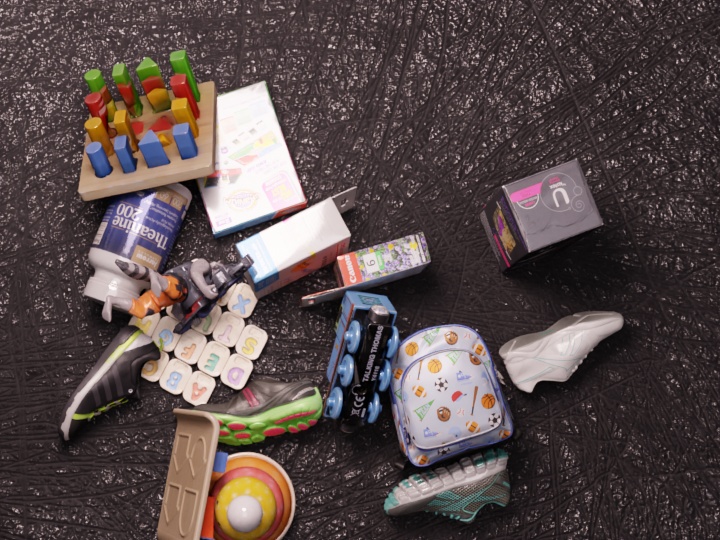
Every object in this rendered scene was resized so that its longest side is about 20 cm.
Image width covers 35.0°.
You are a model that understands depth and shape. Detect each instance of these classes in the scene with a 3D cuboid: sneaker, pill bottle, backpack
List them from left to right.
[{"bbox_3d":[-0.360,0.174,1.660,0.082,0.072,0.201,36,86,-2],"label":"sneaker"},{"bbox_3d":[-0.332,-0.042,1.677,0.110,0.111,0.202,20,81,-1],"label":"pill bottle"},{"bbox_3d":[-0.154,0.202,1.687,0.197,0.077,0.084,-8,47,1],"label":"sneaker"},{"bbox_3d":[0.123,0.178,1.670,0.197,0.154,0.193,-16,73,-4],"label":"backpack"},{"bbox_3d":[0.134,0.337,1.683,0.198,0.078,0.092,-19,98,1],"label":"sneaker"},{"bbox_3d":[0.311,0.120,1.736,0.198,0.070,0.081,-22,99,-5],"label":"sneaker"}]

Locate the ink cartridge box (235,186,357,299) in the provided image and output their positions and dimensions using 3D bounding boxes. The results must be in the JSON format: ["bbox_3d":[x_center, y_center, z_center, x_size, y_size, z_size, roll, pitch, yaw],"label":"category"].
[{"bbox_3d":[-0.081,-0.040,1.693,0.198,0.115,0.068,-27,80,-9],"label":"ink cartridge box"}]

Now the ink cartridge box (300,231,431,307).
[{"bbox_3d":[0.000,0.000,1.699,0.197,0.109,0.051,-16,83,-7],"label":"ink cartridge box"}]

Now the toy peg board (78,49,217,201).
[{"bbox_3d":[-0.316,-0.219,1.645,0.197,0.098,0.201,-12,45,6],"label":"toy peg board"}]

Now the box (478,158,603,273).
[{"bbox_3d":[0.261,-0.077,1.686,0.121,0.200,0.107,-20,84,-8],"label":"box"}]

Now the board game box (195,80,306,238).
[{"bbox_3d":[-0.185,-0.170,1.744,0.151,0.040,0.202,-18,84,-7],"label":"board game box"}]

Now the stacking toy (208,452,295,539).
[{"bbox_3d":[-0.161,0.329,1.593,0.144,0.200,0.148,1,81,-5],"label":"stacking toy"}]

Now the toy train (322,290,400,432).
[{"bbox_3d":[-0.002,0.132,1.656,0.086,0.114,0.202,9,111,-17],"label":"toy train"}]

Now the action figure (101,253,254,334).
[{"bbox_3d":[-0.247,0.010,1.620,0.200,0.193,0.105,-40,74,30],"label":"action figure"}]

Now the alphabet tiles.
[{"bbox_3d":[-0.244,0.092,1.715,0.198,0.015,0.197,28,81,-1],"label":"alphabet tiles"}]

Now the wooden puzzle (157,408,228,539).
[{"bbox_3d":[-0.233,0.300,1.607,0.046,0.185,0.203,9,82,-24],"label":"wooden puzzle"}]
